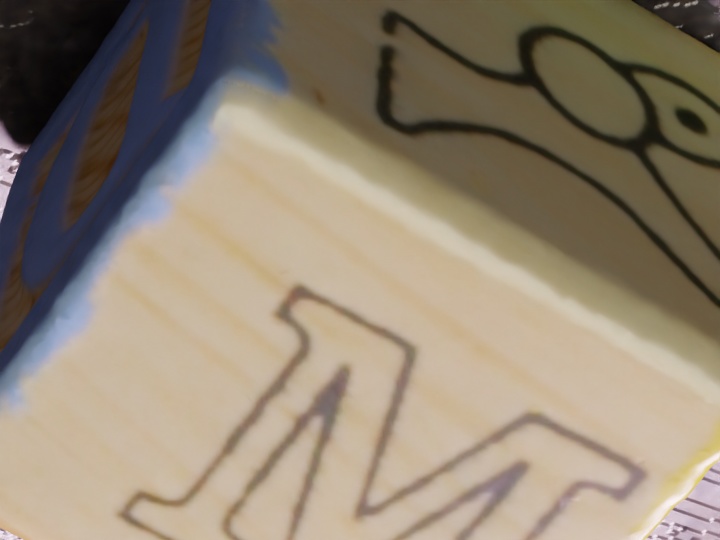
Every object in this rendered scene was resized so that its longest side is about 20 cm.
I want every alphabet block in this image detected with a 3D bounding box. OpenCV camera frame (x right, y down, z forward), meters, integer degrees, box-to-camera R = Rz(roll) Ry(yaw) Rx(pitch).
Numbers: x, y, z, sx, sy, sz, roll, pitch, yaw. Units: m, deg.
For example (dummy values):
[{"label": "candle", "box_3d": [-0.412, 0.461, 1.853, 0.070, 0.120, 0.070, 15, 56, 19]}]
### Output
[{"label": "alphabet block", "box_3d": [0.000, 0.000, 0.947, 0.200, 0.195, 0.196, 30, 125, -15]}]
